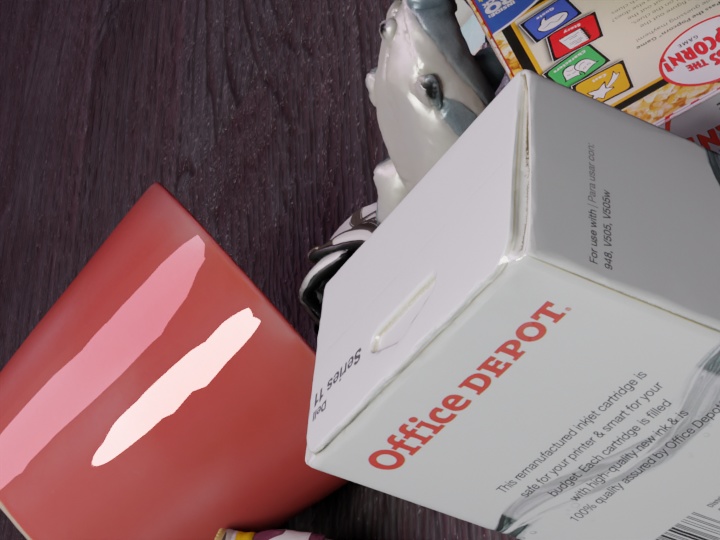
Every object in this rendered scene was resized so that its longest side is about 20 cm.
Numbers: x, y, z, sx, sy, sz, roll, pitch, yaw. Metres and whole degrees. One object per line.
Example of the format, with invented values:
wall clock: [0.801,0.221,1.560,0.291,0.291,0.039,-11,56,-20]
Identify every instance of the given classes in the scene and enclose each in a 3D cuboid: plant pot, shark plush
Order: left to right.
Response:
plant pot: [-0.110,0.081,1.072,0.177,0.200,0.200,-42,22,-2]
shark plush: [0.041,-0.094,0.954,0.083,0.200,0.091,-31,14,-31]

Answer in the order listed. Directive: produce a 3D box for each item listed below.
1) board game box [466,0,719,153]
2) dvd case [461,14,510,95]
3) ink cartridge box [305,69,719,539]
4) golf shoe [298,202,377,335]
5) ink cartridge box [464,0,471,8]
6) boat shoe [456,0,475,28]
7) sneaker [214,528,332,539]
board game box: [0.136,-0.105,0.828,0.151,0.046,0.200,-28,31,7]
dvd case: [0.099,-0.123,1.070,0.200,0.022,0.146,-44,33,47]
ink cartridge box: [0.100,0.033,0.675,0.147,0.200,0.083,-46,30,44]
golf shoe: [0.000,0.000,1.078,0.200,0.094,0.078,169,92,-68]
ink cartridge box: [0.104,-0.216,0.983,0.037,0.095,0.200,10,65,47]
boat shoe: [0.096,-0.226,1.121,0.200,0.072,0.069,119,157,-46]
sneaker: [-0.038,0.232,1.009,0.075,0.090,0.200,-61,-27,-70]
